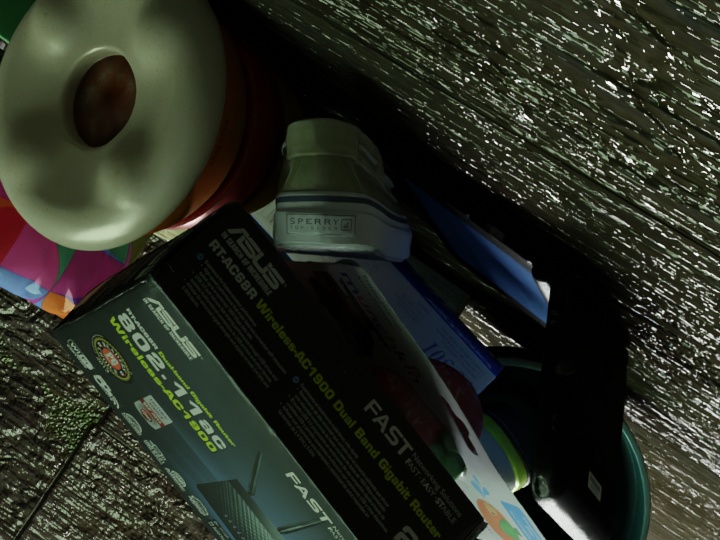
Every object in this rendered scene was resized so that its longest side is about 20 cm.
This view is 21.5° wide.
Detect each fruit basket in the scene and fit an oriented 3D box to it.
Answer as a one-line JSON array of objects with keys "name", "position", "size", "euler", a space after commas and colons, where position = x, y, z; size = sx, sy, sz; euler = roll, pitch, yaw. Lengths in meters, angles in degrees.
[{"name": "fruit basket", "position": [0.007, 0.073, 0.982], "size": [0.186, 0.094, 0.200], "euler": [56, 167, -16]}]

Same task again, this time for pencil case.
[{"name": "pencil case", "position": [-0.227, -0.046, 1.098], "size": [0.200, 0.089, 0.088], "euler": [32, 177, -28]}]

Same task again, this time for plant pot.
[{"name": "plant pot", "position": [0.099, 0.140, 1.348], "size": [0.200, 0.200, 0.188], "euler": [35, -170, -3]}]

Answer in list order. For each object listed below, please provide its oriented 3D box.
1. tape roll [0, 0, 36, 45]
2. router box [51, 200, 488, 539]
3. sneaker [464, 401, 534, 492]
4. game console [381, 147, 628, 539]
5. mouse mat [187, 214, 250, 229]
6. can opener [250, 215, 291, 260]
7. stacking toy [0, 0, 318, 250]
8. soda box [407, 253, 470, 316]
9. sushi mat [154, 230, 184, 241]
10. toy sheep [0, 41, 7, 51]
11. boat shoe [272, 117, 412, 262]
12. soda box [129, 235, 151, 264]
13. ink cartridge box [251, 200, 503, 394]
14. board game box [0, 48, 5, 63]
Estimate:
[{"name": "tape roll", "position": [-0.196, -0.154, 1.054], "size": [0.200, 0.048, 0.200], "euler": [37, 178, 2]}, {"name": "router box", "position": [-0.049, 0.075, 0.930], "size": [0.200, 0.062, 0.150], "euler": [52, 151, -7]}, {"name": "sneaker", "position": [0.041, 0.134, 1.161], "size": [0.072, 0.083, 0.200], "euler": [53, 154, 8]}, {"name": "game console", "position": [0.076, 0.048, 1.018], "size": [0.116, 0.177, 0.200], "euler": [3, 165, 16]}, {"name": "mouse mat", "position": [-0.140, -0.072, 1.097], "size": [0.161, 0.008, 0.200], "euler": [36, -174, 2]}, {"name": "can opener", "position": [-0.061, -0.023, 1.212], "size": [0.053, 0.066, 0.200], "euler": [39, -163, -51]}, {"name": "stacking toy", "position": [-0.078, -0.069, 0.982], "size": [0.146, 0.147, 0.200], "euler": [31, -171, 34]}, {"name": "soda box", "position": [-0.023, -0.010, 1.328], "size": [0.200, 0.070, 0.063], "euler": [35, 173, 1]}, {"name": "sushi mat", "position": [-0.073, -0.006, 1.282], "size": [0.200, 0.012, 0.096], "euler": [29, 162, 20]}, {"name": "toy sheep", "position": [-0.284, -0.166, 1.239], "size": [0.138, 0.138, 0.200], "euler": [32, -177, 27]}, {"name": "boat shoe", "position": [-0.008, -0.038, 0.947], "size": [0.072, 0.062, 0.200], "euler": [5, 179, 0]}, {"name": "soda box", "position": [-0.224, -0.066, 1.175], "size": [0.200, 0.064, 0.068], "euler": [32, -173, -26]}, {"name": "ink cartridge box", "position": [0.000, 0.000, 1.115], "size": [0.200, 0.044, 0.094], "euler": [48, -174, 4]}, {"name": "board game box", "position": [-0.211, -0.102, 1.089], "size": [0.120, 0.032, 0.200], "euler": [31, -174, -8]}]
